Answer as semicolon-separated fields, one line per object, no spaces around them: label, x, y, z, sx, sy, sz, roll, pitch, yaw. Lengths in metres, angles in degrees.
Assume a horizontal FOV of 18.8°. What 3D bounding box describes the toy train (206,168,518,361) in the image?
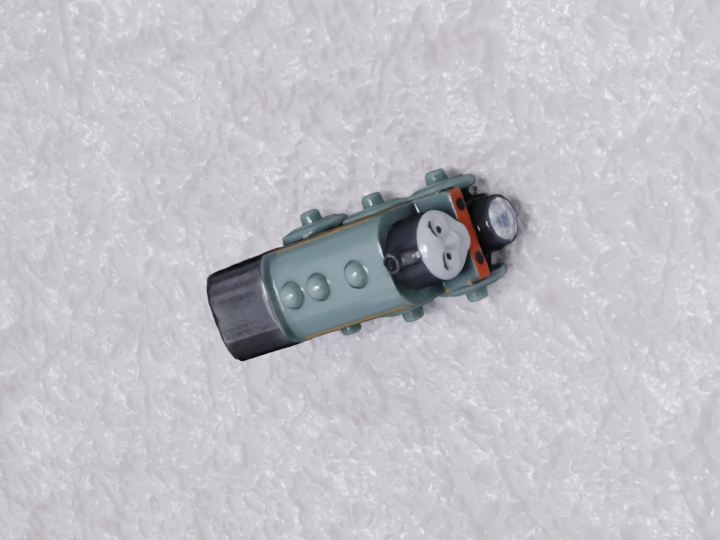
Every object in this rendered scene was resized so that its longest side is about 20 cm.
toy train;0.000;0.000;1.323;0.199;0.114;0.086;-17;95;39
